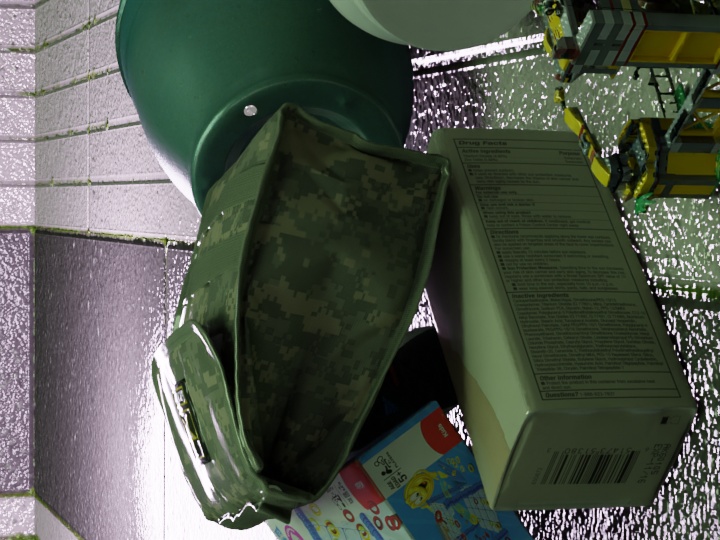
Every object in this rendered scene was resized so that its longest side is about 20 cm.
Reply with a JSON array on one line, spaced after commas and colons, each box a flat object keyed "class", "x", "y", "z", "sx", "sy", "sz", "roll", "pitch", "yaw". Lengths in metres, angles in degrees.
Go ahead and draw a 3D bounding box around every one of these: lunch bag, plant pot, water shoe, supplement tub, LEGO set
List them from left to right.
[{"class": "lunch bag", "x": -0.043, "y": 0.037, "z": 1.121, "sx": 0.164, "sy": 0.117, "sz": 0.202, "roll": 143, "pitch": 143, "yaw": -71}, {"class": "plant pot", "x": -0.052, "y": -0.108, "z": 1.364, "sx": 0.188, "sy": 0.198, "sz": 0.201, "roll": -107, "pitch": 23, "yaw": -54}, {"class": "water shoe", "x": -0.016, "y": 0.081, "z": 1.282, "sx": 0.079, "sy": 0.199, "sz": 0.072, "roll": -22, "pitch": 80, "yaw": 42}, {"class": "supplement tub", "x": 0.025, "y": -0.215, "z": 1.224, "sx": 0.200, "sy": 0.144, "sz": 0.146, "roll": -124, "pitch": 37, "yaw": -62}, {"class": "LEGO set", "x": 0.110, "y": -0.132, "z": 0.988, "sx": 0.154, "sy": 0.115, "sz": 0.202, "roll": 122, "pitch": 144, "yaw": -60}]

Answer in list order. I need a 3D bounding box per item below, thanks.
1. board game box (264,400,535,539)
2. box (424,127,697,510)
[{"class": "board game box", "x": 0.047, "y": 0.184, "z": 1.145, "sx": 0.196, "sy": 0.056, "sz": 0.200, "roll": 54, "pitch": 158, "yaw": 4}, {"class": "box", "x": 0.093, "y": 0.021, "z": 1.093, "sx": 0.078, "sy": 0.094, "sz": 0.201, "roll": 106, "pitch": 158, "yaw": -43}]
